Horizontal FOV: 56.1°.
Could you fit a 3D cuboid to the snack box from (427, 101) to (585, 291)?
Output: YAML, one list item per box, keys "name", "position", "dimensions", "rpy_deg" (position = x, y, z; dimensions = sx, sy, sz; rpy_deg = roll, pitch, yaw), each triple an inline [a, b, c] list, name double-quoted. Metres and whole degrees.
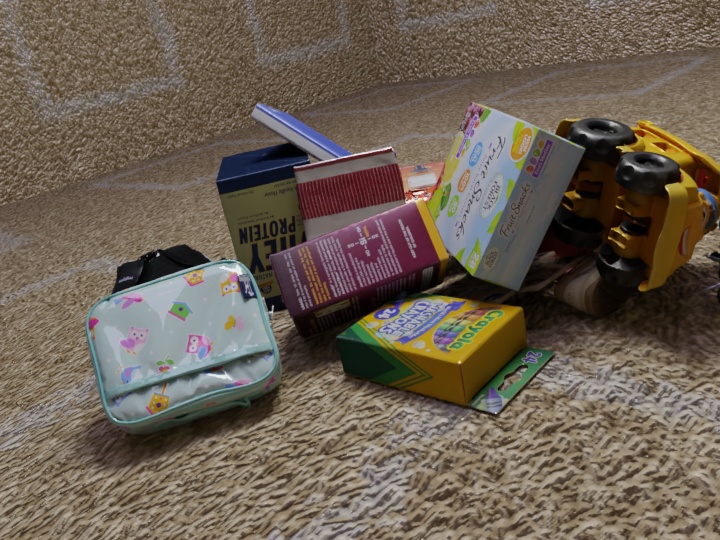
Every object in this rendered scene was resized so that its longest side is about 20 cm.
- name: "snack box"
  position: [0.155, -0.095, 0.793]
  dimensions: [0.067, 0.170, 0.200]
  rpy_deg: [16, 16, -19]

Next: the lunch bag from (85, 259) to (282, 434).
- name: "lunch bag"
  position: [-0.186, 0.085, 0.737]
  dimensions: [0.198, 0.077, 0.161]
  rpy_deg: [-17, 65, -11]

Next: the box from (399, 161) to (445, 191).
- name: "box"
  position: [0.076, -0.099, 1.119]
  dimensions: [0.151, 0.107, 0.200]
  rpy_deg: [-5, 22, 19]

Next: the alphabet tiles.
- name: "alphabet tiles"
  position: [0.170, 0.013, 0.839]
  dimensions: [0.166, 0.008, 0.199]
  rpy_deg: [-28, 9, -36]

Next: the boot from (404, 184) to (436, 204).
- name: "boot"
  position: [0.085, -0.093, 0.955]
  dimensions: [0.201, 0.107, 0.075]
  rpy_deg: [-52, 7, -1]

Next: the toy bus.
- name: "toy bus"
  position: [0.327, -0.083, 0.742]
  dimensions: [0.190, 0.137, 0.200]
  rpy_deg: [-8, 34, -15]

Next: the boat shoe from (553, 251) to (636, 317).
- name: "boat shoe"
  position: [0.313, -0.013, 0.809]
  dimensions: [0.199, 0.072, 0.064]
  rpy_deg: [-26, 25, -29]

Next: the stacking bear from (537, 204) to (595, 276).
- name: "stacking bear"
  position: [0.319, -0.073, 0.922]
  dimensions: [0.199, 0.115, 0.121]
  rpy_deg: [-19, 21, -30]

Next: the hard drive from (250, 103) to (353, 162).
- name: "hard drive"
  position: [-0.052, -0.178, 0.999]
  dimensions: [0.199, 0.026, 0.132]
  rpy_deg: [33, 12, 9]

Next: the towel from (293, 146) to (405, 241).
- name: "towel"
  position: [-0.003, -0.054, 0.917]
  dimensions: [0.143, 0.202, 0.023]
  rpy_deg: [-11, 7, 0]

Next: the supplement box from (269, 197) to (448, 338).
- name: "supplement box"
  position: [0.000, 0.000, 0.836]
  dimensions: [0.198, 0.086, 0.110]
  rpy_deg: [-21, -18, -4]

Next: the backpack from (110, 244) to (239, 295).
- name: "backpack"
  position: [-0.250, 0.042, 0.907]
  dimensions: [0.166, 0.128, 0.200]
  rpy_deg: [-19, 24, -22]

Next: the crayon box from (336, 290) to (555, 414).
- name: "crayon box"
  position: [0.088, 0.079, 0.726]
  dimensions: [0.199, 0.052, 0.125]
  rpy_deg: [8, 28, 42]

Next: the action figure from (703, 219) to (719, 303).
- name: "action figure"
  position: [0.434, -0.023, 0.708]
  dimensions: [0.199, 0.120, 0.101]
  rpy_deg: [-23, 17, -41]

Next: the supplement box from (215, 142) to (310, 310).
- name: "supplement box"
  position: [-0.126, -0.073, 1.031]
  dimensions: [0.133, 0.202, 0.200]
  rpy_deg: [-13, 20, -4]
